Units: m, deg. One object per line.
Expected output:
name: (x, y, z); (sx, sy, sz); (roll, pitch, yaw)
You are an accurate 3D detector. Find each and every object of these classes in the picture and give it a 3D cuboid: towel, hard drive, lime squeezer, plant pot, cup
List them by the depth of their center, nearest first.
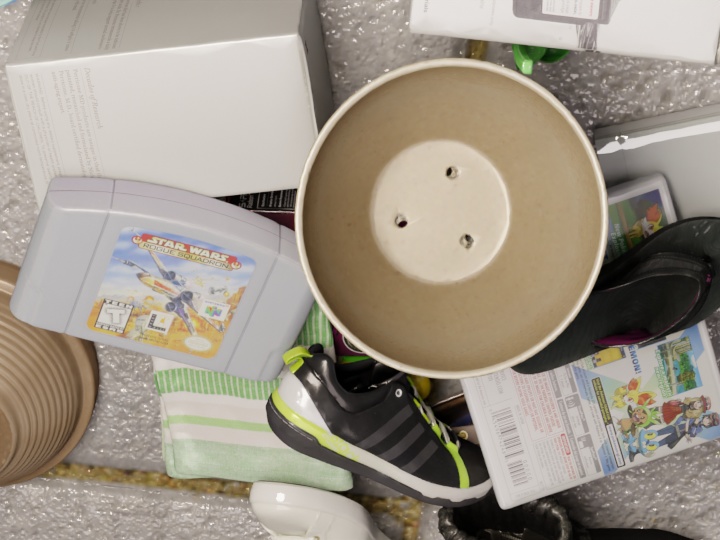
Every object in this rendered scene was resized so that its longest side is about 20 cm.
lime squeezer: (0.129, -0.146, 1.342); (0.070, 0.199, 0.038); (33, 116, 24)
cup: (0.056, -0.036, 1.344); (0.198, 0.143, 0.202); (0, 93, -1)
hard drive: (0.276, -0.059, 1.452); (0.198, 0.026, 0.133); (-11, 120, 9)
towel: (-0.088, 0.072, 1.489); (0.151, 0.023, 0.202); (3, 120, 18)
plant pot: (-0.301, 0.097, 1.530); (0.199, 0.093, 0.202); (1, 122, 1)

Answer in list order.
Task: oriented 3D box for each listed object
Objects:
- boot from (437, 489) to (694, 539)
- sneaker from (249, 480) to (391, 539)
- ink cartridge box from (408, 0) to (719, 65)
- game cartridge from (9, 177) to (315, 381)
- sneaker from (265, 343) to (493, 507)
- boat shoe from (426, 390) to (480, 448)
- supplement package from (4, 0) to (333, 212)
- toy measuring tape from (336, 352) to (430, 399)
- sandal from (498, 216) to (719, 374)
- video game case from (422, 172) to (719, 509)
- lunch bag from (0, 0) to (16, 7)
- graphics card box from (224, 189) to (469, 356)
boot: (0.169, 0.216, 1.553); (0.209, 0.080, 0.158); (-6, 147, 6)
sneaker: (-0.025, 0.225, 1.552); (0.072, 0.085, 0.200); (-1, 152, 32)
ink cartridge box: (0.133, -0.201, 1.303); (0.198, 0.146, 0.084); (6, 115, -2)
game cartridge: (-0.129, 0.004, 1.385); (0.198, 0.042, 0.134); (14, 137, -13)
sneaker: (0.027, 0.107, 1.454); (0.199, 0.072, 0.083); (20, 107, -28)
boat shoe: (0.129, 0.103, 1.530); (0.199, 0.072, 0.060); (-23, 121, 22)
supplement package: (-0.125, -0.123, 1.378); (0.198, 0.117, 0.118); (-6, 120, 6)
toy measuring tape: (-0.046, 0.087, 1.531); (0.198, 0.074, 0.074); (4, 121, 5)
sandal: (0.189, 0.025, 1.398); (0.199, 0.048, 0.076); (-23, 113, -14)
video game case: (0.157, 0.052, 1.452); (0.181, 0.022, 0.202); (-18, 104, 0)
lunch bag: (-0.249, -0.279, 1.314); (0.159, 0.077, 0.201); (-26, 116, 18)
graphics card box: (0.000, 0.000, 1.485); (0.198, 0.051, 0.126); (2, 120, 0)
